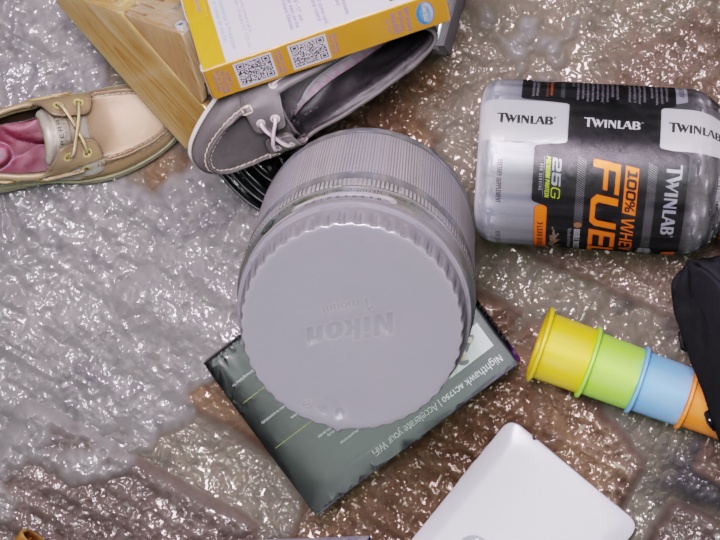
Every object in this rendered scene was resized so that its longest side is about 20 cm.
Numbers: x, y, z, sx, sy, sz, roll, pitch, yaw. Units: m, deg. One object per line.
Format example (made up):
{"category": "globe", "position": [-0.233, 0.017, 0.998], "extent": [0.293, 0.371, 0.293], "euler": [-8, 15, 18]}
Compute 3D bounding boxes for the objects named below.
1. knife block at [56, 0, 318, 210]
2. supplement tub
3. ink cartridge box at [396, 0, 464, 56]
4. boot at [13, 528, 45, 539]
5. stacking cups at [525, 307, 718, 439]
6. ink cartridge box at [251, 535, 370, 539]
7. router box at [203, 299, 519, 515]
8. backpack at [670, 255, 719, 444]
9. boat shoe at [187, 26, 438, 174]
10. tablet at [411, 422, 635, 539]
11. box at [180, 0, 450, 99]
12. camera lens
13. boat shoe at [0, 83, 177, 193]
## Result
{"category": "knife block", "position": [-0.128, -0.140, 1.253], "extent": [0.199, 0.176, 0.064], "euler": [23, 52, 34]}
{"category": "supplement tub", "position": [0.186, -0.076, 1.195], "extent": [0.198, 0.123, 0.124], "euler": [3, 92, 7]}
{"category": "ink cartridge box", "position": [0.022, -0.278, 1.228], "extent": [0.145, 0.086, 0.201], "euler": [15, 95, 7]}
{"category": "boot", "position": [-0.237, 0.315, 1.282], "extent": [0.201, 0.071, 0.144], "euler": [43, 99, 9]}
{"category": "stacking cups", "position": [0.228, 0.086, 1.232], "extent": [0.199, 0.061, 0.061], "euler": [18, 94, 2]}
{"category": "ink cartridge box", "position": [-0.089, 0.261, 1.272], "extent": [0.198, 0.044, 0.095], "euler": [-4, 91, 10]}
{"category": "router box", "position": [0.001, 0.070, 1.256], "extent": [0.200, 0.051, 0.150], "euler": [-37, 88, 5]}
{"category": "backpack", "position": [0.350, 0.043, 1.168], "extent": [0.199, 0.154, 0.164], "euler": [-3, 64, -19]}
{"category": "boat shoe", "position": [-0.033, -0.129, 1.148], "extent": [0.200, 0.067, 0.057], "euler": [-38, 50, -3]}
{"category": "tablet", "position": [0.105, 0.233, 1.268], "extent": [0.130, 0.014, 0.200], "euler": [39, 95, 5]}
{"category": "box", "position": [-0.027, -0.205, 1.132], "extent": [0.199, 0.042, 0.120], "euler": [-17, 61, -1]}
{"category": "camera lens", "position": [0.000, 0.000, 1.116], "extent": [0.159, 0.200, 0.161], "euler": [1, 111, 3]}
{"category": "boat shoe", "position": [-0.237, -0.101, 1.272], "extent": [0.199, 0.066, 0.075], "euler": [-16, 88, 3]}
